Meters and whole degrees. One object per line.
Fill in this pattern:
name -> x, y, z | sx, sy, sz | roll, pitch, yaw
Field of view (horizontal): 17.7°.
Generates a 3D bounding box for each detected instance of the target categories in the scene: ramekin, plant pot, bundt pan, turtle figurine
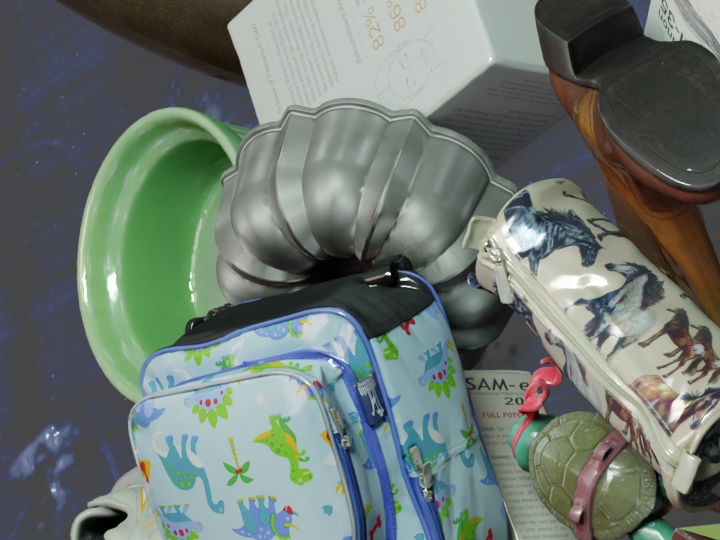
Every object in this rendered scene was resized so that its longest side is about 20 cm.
ramekin -> -0.096, -0.006, 1.565 | 0.199, 0.097, 0.202 | -5, 83, 48
plant pot -> -0.124, -0.222, 1.536 | 0.186, 0.199, 0.188 | -6, 82, 48
bundt pan -> 0.000, 0.000, 1.379 | 0.202, 0.202, 0.076 | -37, 21, 40
turtle figurine -> 0.150, 0.120, 1.283 | 0.199, 0.100, 0.151 | 31, 116, 37

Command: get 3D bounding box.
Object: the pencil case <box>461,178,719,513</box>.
pencil case -> 0.138, 0.038, 1.223 | 0.200, 0.089, 0.078 | 49, 138, 34

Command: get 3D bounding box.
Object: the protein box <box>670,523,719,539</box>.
protein box -> 0.225, 0.236, 1.105 | 0.135, 0.198, 0.201 | 30, 109, 41

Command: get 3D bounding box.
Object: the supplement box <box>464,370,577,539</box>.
supplement box -> 0.074, 0.175, 1.376 | 0.126, 0.073, 0.201 | -39, 61, 38

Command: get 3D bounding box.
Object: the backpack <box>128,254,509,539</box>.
backpack -> -0.026, 0.119, 1.294 | 0.182, 0.147, 0.201 | -15, 102, 37

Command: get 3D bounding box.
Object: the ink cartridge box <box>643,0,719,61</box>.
ink cartridge box -> 0.217, -0.126, 1.159 | 0.200, 0.082, 0.147 | 93, 157, -59

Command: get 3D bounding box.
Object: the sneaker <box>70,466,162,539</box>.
sneaker -> -0.153, 0.165, 1.536 | 0.200, 0.091, 0.076 | -171, 83, -71

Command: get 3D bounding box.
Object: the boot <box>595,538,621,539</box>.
boot -> 0.132, 0.261, 1.203 | 0.073, 0.151, 0.201 | -5, 114, 33

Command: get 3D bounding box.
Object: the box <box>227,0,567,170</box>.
box -> 0.032, -0.135, 1.424 | 0.200, 0.106, 0.153 | -37, 61, 40

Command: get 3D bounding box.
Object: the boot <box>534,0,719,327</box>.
boot -> 0.161, -0.030, 1.208 | 0.188, 0.068, 0.201 | 45, 162, 51
